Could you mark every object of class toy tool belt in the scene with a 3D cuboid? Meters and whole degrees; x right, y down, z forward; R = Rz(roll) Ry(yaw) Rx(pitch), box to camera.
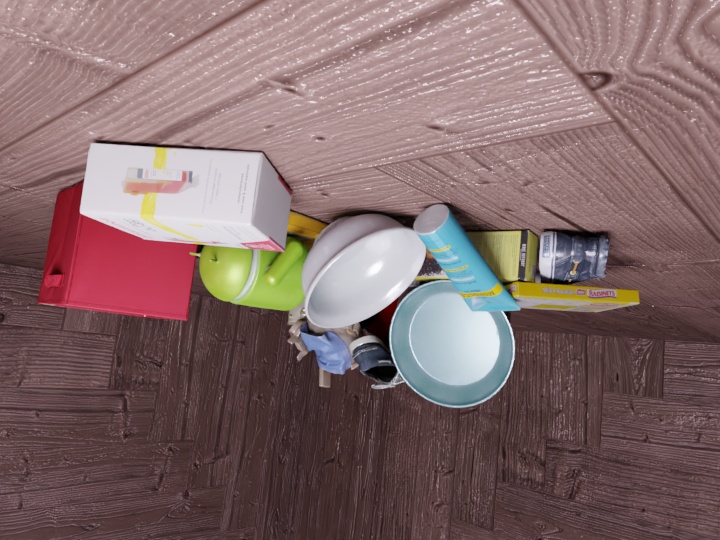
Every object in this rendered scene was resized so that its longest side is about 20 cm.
[{"bbox_3d":[-0.066,0.112,0.961,0.124,0.123,0.201,13,147,33],"label":"toy tool belt"}]

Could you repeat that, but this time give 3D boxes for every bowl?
[{"bbox_3d":[-0.010,-0.015,0.805,0.200,0.091,0.202,-26,149,-17],"label":"bowl"}]

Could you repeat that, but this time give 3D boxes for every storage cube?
[{"bbox_3d":[-0.366,-0.024,0.846,0.199,0.182,0.170,12,170,-41],"label":"storage cube"}]

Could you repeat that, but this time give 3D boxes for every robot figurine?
[{"bbox_3d":[-0.153,-0.003,0.836,0.199,0.117,0.175,12,178,-40],"label":"robot figurine"}]

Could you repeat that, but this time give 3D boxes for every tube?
[{"bbox_3d":[0.142,-0.004,0.742,0.077,0.051,0.200,-1,142,44],"label":"tube"}]

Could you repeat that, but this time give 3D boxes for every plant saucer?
[{"bbox_3d":[0.143,0.112,0.862,0.198,0.202,0.036,3,-171,24],"label":"plant saucer"}]

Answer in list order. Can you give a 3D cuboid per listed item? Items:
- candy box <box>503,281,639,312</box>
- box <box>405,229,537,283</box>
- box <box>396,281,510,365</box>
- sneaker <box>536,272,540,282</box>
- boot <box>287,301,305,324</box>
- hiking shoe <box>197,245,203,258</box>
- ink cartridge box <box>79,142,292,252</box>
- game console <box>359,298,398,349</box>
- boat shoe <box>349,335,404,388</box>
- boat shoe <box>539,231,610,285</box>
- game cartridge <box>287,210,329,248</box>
[{"bbox_3d":[0.299,0.041,0.826,0.198,0.027,0.102,4,166,-13],"label":"candy box"},{"bbox_3d":[0.163,-0.019,0.837,0.198,0.076,0.050,0,170,33],"label":"box"},{"bbox_3d":[0.174,0.085,0.996,0.163,0.168,0.200,3,171,24],"label":"box"},{"bbox_3d":[0.295,0.038,1.126,0.114,0.075,0.200,6,174,-18],"label":"sneaker"},{"bbox_3d":[-0.151,0.038,1.180,0.198,0.156,0.072,5,172,8],"label":"boot"},{"bbox_3d":[-0.246,-0.042,1.031,0.199,0.077,0.100,17,-171,43],"label":"hiking shoe"},{"bbox_3d":[-0.196,-0.082,0.651,0.198,0.084,0.145,5,172,8],"label":"ink cartridge box"},{"bbox_3d":[0.042,0.082,1.129,0.173,0.200,0.118,47,137,-9],"label":"game console"},{"bbox_3d":[0.046,0.172,0.969,0.074,0.062,0.200,-24,148,11],"label":"boat shoe"},{"bbox_3d":[0.315,-0.006,0.813,0.090,0.072,0.200,5,171,21],"label":"boat shoe"},{"bbox_3d":[-0.142,-0.066,0.902,0.175,0.033,0.199,-1,168,41],"label":"game cartridge"}]
